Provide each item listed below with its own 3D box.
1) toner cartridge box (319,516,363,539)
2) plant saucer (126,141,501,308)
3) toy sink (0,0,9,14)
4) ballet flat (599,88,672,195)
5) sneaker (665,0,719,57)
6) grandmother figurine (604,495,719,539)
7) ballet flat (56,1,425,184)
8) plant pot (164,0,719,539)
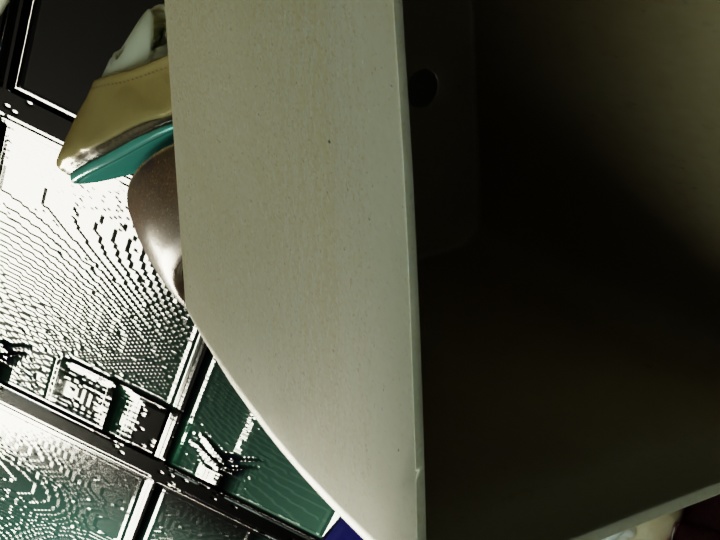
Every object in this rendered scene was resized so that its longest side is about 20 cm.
[{"bbox_3d":[0.064,0.194,1.162,0.200,0.043,0.095,31,151,18],"label":"toner cartridge box"},{"bbox_3d":[0.000,0.000,1.020,0.200,0.035,0.200,8,157,4],"label":"plant saucer"},{"bbox_3d":[-0.149,-0.144,0.835,0.112,0.200,0.130,32,145,-8],"label":"toy sink"},{"bbox_3d":[0.167,-0.010,0.937,0.200,0.067,0.062,41,164,-10],"label":"ballet flat"},{"bbox_3d":[0.188,-0.041,0.849,0.200,0.085,0.073,27,147,6],"label":"sneaker"},{"bbox_3d":[0.176,0.130,1.058,0.200,0.121,0.061,25,156,13],"label":"grandmother figurine"},{"bbox_3d":[-0.052,-0.086,0.983,0.200,0.069,0.063,-17,86,42],"label":"ballet flat"},{"bbox_3d":[0.041,-0.036,0.824,0.177,0.199,0.200,20,119,51],"label":"plant pot"}]
